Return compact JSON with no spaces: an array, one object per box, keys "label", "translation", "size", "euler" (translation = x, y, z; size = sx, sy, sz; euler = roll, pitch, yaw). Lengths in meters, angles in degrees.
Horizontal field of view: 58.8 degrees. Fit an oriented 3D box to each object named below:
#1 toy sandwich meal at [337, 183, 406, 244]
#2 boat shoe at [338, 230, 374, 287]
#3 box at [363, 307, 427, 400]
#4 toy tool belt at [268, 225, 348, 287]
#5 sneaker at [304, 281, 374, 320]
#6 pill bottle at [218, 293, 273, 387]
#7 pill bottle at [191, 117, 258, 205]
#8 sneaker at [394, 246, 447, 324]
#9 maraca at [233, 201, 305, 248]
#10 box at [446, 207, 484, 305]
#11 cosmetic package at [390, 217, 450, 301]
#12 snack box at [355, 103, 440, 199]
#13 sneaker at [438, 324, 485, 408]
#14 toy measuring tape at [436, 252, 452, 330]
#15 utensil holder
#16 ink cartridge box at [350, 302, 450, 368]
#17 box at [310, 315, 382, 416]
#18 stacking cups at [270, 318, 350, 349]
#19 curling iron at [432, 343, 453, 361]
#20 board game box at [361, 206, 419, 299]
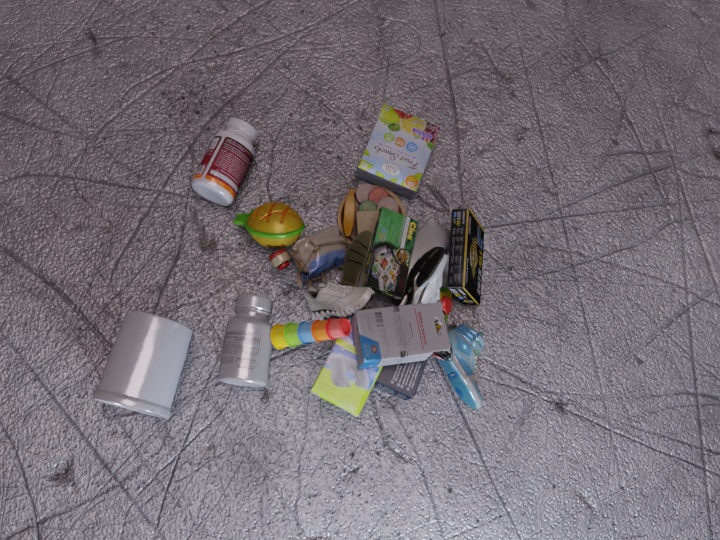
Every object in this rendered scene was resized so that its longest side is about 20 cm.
[{"label":"toy sandwich meal","translation":[0.032,-0.132,1.628],"size":[0.202,0.070,0.208],"euler":[2,74,-5]},{"label":"boat shoe","translation":[0.000,0.000,1.562],"size":[0.074,0.068,0.202],"euler":[29,104,39]},{"label":"box","translation":[0.055,0.199,1.520],"size":[0.198,0.107,0.150],"euler":[24,74,0]},{"label":"toy tool belt","translation":[-0.112,-0.019,1.552],"size":[0.199,0.125,0.124],"euler":[-27,84,-32]},{"label":"sneaker","translation":[-0.055,0.063,1.492],"size":[0.075,0.198,0.082],"euler":[-46,114,-47]},{"label":"pill bottle","translation":[-0.262,0.164,1.493],"size":[0.113,0.114,0.203],"euler":[7,74,-4]},{"label":"pill bottle","translation":[-0.335,-0.275,1.608],"size":[0.112,0.113,0.202],"euler":[22,74,1]},{"label":"sneaker","translation":[0.167,0.049,1.516],"size":[0.115,0.076,0.202],"euler":[30,92,-32]},{"label":"maraca","translation":[-0.223,-0.116,1.558],"size":[0.199,0.109,0.136],"euler":[22,29,39]},{"label":"box","translation":[0.262,-0.031,1.577],"size":[0.049,0.160,0.203],"euler":[-1,72,23]},{"label":"cosmetic package","translation":[0.132,-0.027,1.592],"size":[0.200,0.107,0.090],"euler":[-42,83,-13]},{"label":"snack box","translation":[0.099,-0.313,1.687],"size":[0.167,0.068,0.202],"euler":[21,75,-1]},{"label":"sneaker","translation":[0.271,0.222,1.553],"size":[0.130,0.079,0.202],"euler":[-29,90,-22]},{"label":"toy measuring tape","translation":[0.196,0.047,1.590],"size":[0.072,0.074,0.203],"euler":[9,79,-3]},{"label":"utensil holder","translation":[-0.482,0.211,1.434],"size":[0.167,0.170,0.203],"euler":[14,71,-2]},{"label":"ink cartridge box","translation":[0.087,0.142,1.403],"size":[0.197,0.067,0.117],"euler":[-5,68,-14]},{"label":"box","translation":[-0.014,0.208,1.431],"size":[0.121,0.048,0.202],"euler":[27,74,2]},{"label":"stacking cups","translation":[-0.113,0.135,1.441],"size":[0.198,0.060,0.061],"euler":[-14,71,34]},{"label":"curling iron","translation":[0.124,0.155,1.467],"size":[0.198,0.026,0.050],"euler":[24,110,5]},{"label":"board game box","translation":[0.072,-0.042,1.507],"size":[0.104,0.023,0.203],"euler":[20,69,-15]}]
